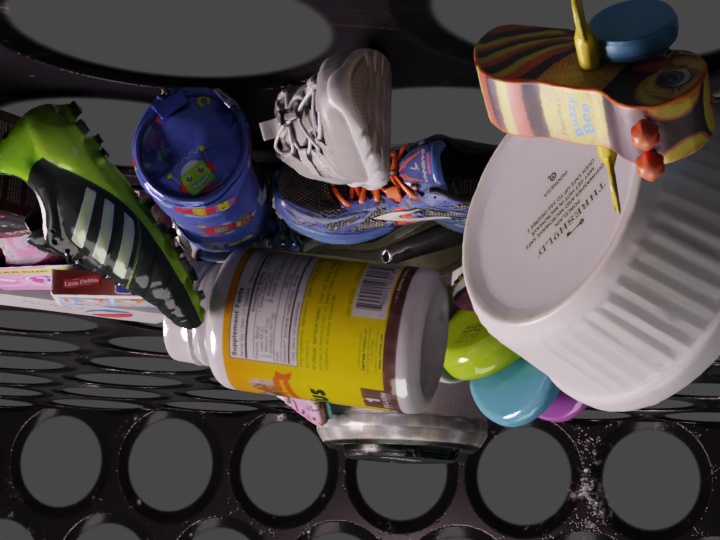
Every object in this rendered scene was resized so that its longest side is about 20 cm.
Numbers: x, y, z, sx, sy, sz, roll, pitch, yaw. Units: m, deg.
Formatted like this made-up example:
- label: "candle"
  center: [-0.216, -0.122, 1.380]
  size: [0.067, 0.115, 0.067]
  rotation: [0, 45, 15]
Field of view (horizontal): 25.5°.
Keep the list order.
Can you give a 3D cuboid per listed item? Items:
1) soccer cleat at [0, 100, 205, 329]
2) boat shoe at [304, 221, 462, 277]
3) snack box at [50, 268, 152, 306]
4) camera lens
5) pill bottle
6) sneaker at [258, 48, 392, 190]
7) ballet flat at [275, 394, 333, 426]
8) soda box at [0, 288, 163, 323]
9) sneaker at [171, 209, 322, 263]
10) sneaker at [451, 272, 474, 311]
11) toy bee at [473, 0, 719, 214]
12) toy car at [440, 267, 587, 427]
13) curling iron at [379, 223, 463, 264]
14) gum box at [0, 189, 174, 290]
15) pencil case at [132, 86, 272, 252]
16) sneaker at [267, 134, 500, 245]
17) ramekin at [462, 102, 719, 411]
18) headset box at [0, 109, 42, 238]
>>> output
- label: "soccer cleat"
  center: [-0.180, -0.027, 1.099]
  size: [0.081, 0.200, 0.068]
  rotation: [-34, -150, 2]
- label: "boat shoe"
  center: [0.000, 0.000, 1.308]
  size: [0.199, 0.072, 0.059]
  rotation: [-24, -172, -24]
- label: "snack box"
  center: [-0.155, 0.016, 1.328]
  size: [0.199, 0.024, 0.072]
  rotation: [1, 172, -6]
- label: "camera lens"
  center: [0.041, 0.077, 1.490]
  size: [0.159, 0.201, 0.160]
  rotation: [2, 169, 0]
- label: "pill bottle"
  center: [-0.041, 0.041, 1.182]
  size: [0.199, 0.110, 0.109]
  rotation: [7, 171, 16]
- label: "sneaker"
  center: [-0.023, -0.083, 0.978]
  size: [0.082, 0.075, 0.200]
  rotation: [1, 170, -1]
- label: "ballet flat"
  center: [-0.072, 0.060, 1.460]
  size: [0.071, 0.201, 0.069]
  rotation: [-6, 144, -5]
- label: "soda box"
  center: [-0.278, 0.009, 1.578]
  size: [0.199, 0.064, 0.068]
  rotation: [8, 168, -29]
- label: "sneaker"
  center: [-0.090, -0.040, 1.274]
  size: [0.077, 0.076, 0.200]
  rotation: [-8, 176, 21]
- label: "sneaker"
  center: [0.156, 0.000, 1.166]
  size: [0.200, 0.090, 0.075]
  rotation: [-32, -176, 36]
- label: "toy bee"
  center: [0.136, -0.093, 0.804]
  size: [0.200, 0.109, 0.131]
  rotation: [-18, 114, 42]
- label: "toy car"
  center: [0.148, 0.052, 1.328]
  size: [0.175, 0.150, 0.200]
  rotation: [-13, -160, 43]
- label: "curling iron"
  center: [0.083, -0.026, 1.208]
  size: [0.026, 0.050, 0.200]
  rotation: [40, -148, 24]
- label: "gum box"
  center: [-0.259, -0.024, 1.383]
  size: [0.199, 0.066, 0.113]
  rotation: [-1, 170, 19]
- label: "pencil case"
  center: [-0.106, -0.067, 1.085]
  size: [0.078, 0.087, 0.200]
  rotation: [-23, 171, -3]
- label: "sneaker"
  center: [0.034, -0.066, 1.116]
  size: [0.199, 0.076, 0.078]
  rotation: [-5, 161, -6]
- label: "ramekin"
  center: [0.146, -0.025, 0.958]
  size: [0.094, 0.203, 0.202]
  rotation: [24, 160, -29]
- label: "headset box"
  center: [-0.310, -0.072, 1.114]
  size: [0.148, 0.075, 0.200]
  rotation: [-4, 167, 35]
